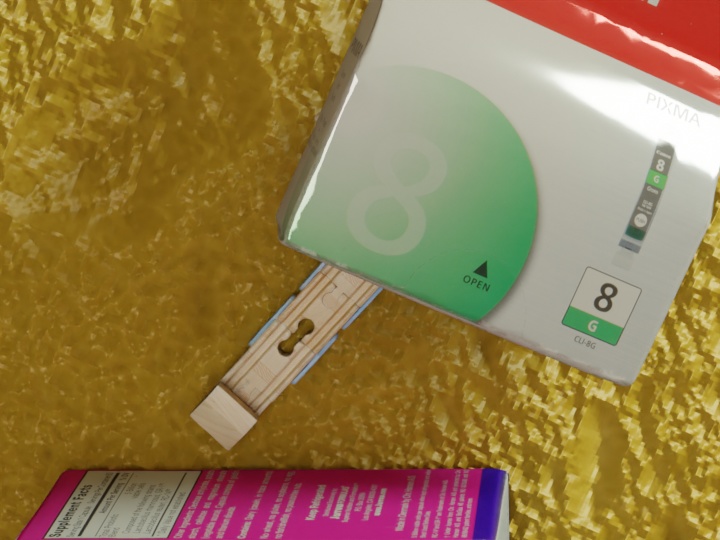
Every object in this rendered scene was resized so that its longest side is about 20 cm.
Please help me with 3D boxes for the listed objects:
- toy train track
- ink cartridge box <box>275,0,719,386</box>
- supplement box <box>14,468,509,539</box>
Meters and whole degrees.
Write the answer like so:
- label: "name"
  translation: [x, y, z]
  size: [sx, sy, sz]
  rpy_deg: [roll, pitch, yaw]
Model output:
- label: "toy train track"
  translation: [0.000, 0.000, 0.997]
  size: [0.115, 0.033, 0.200]
  rpy_deg: [42, 103, -4]
- label: "ink cartridge box"
  translation: [0.076, -0.074, 0.944]
  size: [0.160, 0.050, 0.201]
  rpy_deg: [22, 101, -14]
- label: "supplement box"
  translation: [-0.038, 0.145, 0.996]
  size: [0.198, 0.103, 0.102]
  rpy_deg: [-1, 103, 7]
